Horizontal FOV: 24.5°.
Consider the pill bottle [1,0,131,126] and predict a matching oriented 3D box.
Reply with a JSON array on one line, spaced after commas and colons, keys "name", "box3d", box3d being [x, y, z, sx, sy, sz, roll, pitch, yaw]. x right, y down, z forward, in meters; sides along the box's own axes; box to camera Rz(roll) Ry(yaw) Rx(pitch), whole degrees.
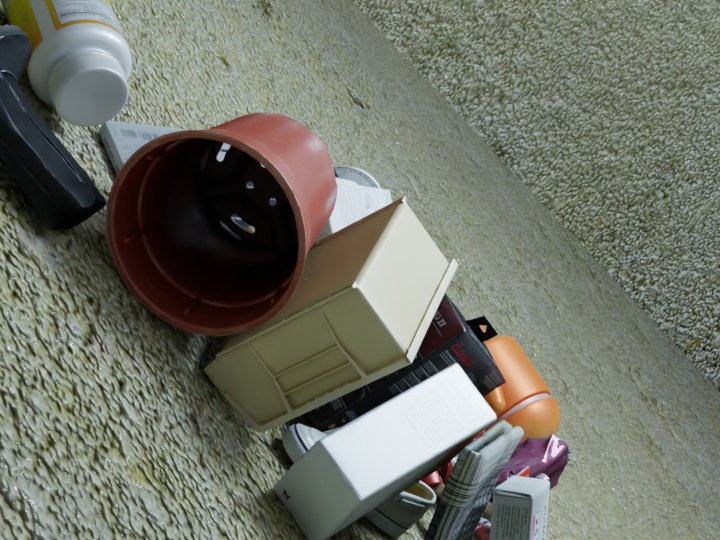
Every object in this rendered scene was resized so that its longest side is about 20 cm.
[{"name": "pill bottle", "box3d": [-0.308, -0.244, 1.749, 0.109, 0.109, 0.200, 34, 22, -47]}]

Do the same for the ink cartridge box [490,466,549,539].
[{"name": "ink cartridge box", "box3d": [0.162, 0.308, 1.670, 0.174, 0.043, 0.201, -5, 101, -72]}]

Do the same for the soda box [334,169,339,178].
[{"name": "soda box", "box3d": [-0.037, -0.041, 1.943, 0.063, 0.071, 0.200, -61, 141, -30]}]

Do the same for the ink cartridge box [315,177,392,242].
[{"name": "ink cartridge box", "box3d": [0.000, 0.000, 1.839, 0.173, 0.043, 0.201, 6, 69, -65]}]

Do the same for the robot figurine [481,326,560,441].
[{"name": "robot figurine", "box3d": [0.189, 0.169, 2.211, 0.200, 0.116, 0.144, 56, -28, 21]}]

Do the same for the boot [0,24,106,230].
[{"name": "boot", "box3d": [-0.307, -0.134, 1.566, 0.200, 0.066, 0.165, 48, 23, 2]}]

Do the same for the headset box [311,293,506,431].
[{"name": "headset box", "box3d": [0.051, 0.107, 1.737, 0.077, 0.200, 0.149, 61, 6, 32]}]

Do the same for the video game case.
[{"name": "video game case", "box3d": [-0.168, -0.088, 1.800, 0.200, 0.023, 0.182, 4, 43, -36]}]

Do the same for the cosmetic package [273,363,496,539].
[{"name": "cosmetic package", "box3d": [0.025, 0.172, 1.570, 0.200, 0.101, 0.071, -25, 73, -41]}]

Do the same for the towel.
[{"name": "towel", "box3d": [0.099, 0.246, 1.628, 0.034, 0.193, 0.200, 24, 10, 13]}]

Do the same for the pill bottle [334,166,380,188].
[{"name": "pill bottle", "box3d": [-0.030, -0.074, 2.150, 0.114, 0.114, 0.200, 50, 15, -2]}]

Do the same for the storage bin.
[{"name": "storage bin", "box3d": [-0.030, 0.044, 1.625, 0.094, 0.198, 0.200, 55, 29, -15]}]

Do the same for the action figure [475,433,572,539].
[{"name": "action figure", "box3d": [0.167, 0.258, 1.954, 0.149, 0.134, 0.200, 21, 31, 26]}]

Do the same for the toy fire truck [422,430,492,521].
[{"name": "toy fire truck", "box3d": [0.105, 0.222, 1.858, 0.176, 0.128, 0.200, 29, 38, -56]}]

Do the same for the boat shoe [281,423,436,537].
[{"name": "boat shoe", "box3d": [0.010, 0.196, 1.668, 0.202, 0.086, 0.075, 41, 17, -35]}]

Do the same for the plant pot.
[{"name": "plant pot", "box3d": [-0.119, -0.064, 1.629, 0.201, 0.201, 0.195, 49, 24, -4]}]
